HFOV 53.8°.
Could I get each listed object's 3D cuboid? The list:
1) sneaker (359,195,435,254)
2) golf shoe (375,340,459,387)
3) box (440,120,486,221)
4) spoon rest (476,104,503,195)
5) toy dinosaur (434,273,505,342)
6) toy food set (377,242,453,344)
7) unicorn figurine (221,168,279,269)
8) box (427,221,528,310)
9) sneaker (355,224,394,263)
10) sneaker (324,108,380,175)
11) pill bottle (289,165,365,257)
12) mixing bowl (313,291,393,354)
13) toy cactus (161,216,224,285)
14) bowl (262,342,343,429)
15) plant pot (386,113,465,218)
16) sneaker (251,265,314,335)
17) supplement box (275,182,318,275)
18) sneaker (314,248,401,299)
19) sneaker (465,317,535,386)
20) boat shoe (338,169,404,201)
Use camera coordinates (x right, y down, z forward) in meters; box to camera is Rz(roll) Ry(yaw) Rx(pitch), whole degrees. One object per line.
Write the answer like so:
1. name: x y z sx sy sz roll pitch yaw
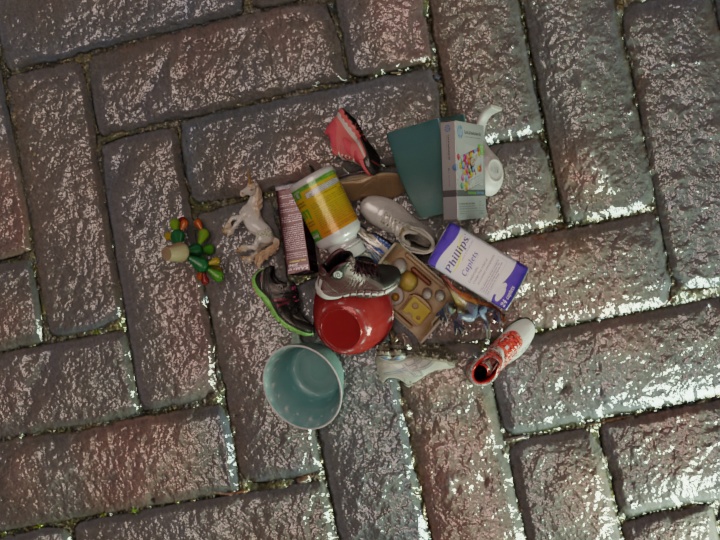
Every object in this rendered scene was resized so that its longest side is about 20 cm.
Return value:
1. sneaker: 0.087 -0.105 1.609 0.196 0.116 0.075 28 102 -2
2. golf shoe: 0.132 0.222 1.647 0.194 0.078 0.100 3 107 11
3. box: 0.223 -0.213 1.528 0.040 0.155 0.206 -1 94 33
4. spoon rest: 0.293 -0.274 1.636 0.097 0.060 0.206 7 85 -35
5. toy dinosaur: 0.259 0.086 1.577 0.104 0.179 0.205 24 125 38
6. toy food set: 0.110 0.053 1.628 0.199 0.060 0.144 40 104 -1
7. unicorn figurine: -0.264 -0.116 1.699 0.136 0.074 0.202 -37 99 -6
8. box: 0.256 -0.010 1.573 0.197 0.184 0.107 31 93 6
9. sneaker: -0.014 -0.067 1.662 0.197 0.077 0.087 31 96 7
10. sneaker: -0.021 -0.282 1.658 0.086 0.073 0.203 -39 58 17
11. pill bottle: -0.067 -0.118 1.574 0.109 0.111 0.204 -26 95 5
12. mixing bowl: -0.029 0.112 1.606 0.194 0.109 0.206 5 112 14
13. toy cactus: -0.409 -0.043 1.667 0.102 0.164 0.203 -36 80 24
14. bowl: -0.116 0.247 1.629 0.195 0.105 0.207 6 109 19
15. plant pot: 0.168 -0.231 1.599 0.138 0.140 0.206 -8 99 34
16. sneaker: -0.175 0.072 1.674 0.084 0.077 0.201 -42 85 7
17. supplement box: -0.148 -0.093 1.659 0.059 0.109 0.206 -9 86 6
18. sneaker: 0.000 0.000 1.521 0.195 0.117 0.077 -10 50 -14
19. sneaker: 0.321 0.186 1.597 0.200 0.108 0.068 -41 84 3
20. boat shoe: 0.014 -0.205 1.665 0.194 0.066 0.073 -11 131 -5
